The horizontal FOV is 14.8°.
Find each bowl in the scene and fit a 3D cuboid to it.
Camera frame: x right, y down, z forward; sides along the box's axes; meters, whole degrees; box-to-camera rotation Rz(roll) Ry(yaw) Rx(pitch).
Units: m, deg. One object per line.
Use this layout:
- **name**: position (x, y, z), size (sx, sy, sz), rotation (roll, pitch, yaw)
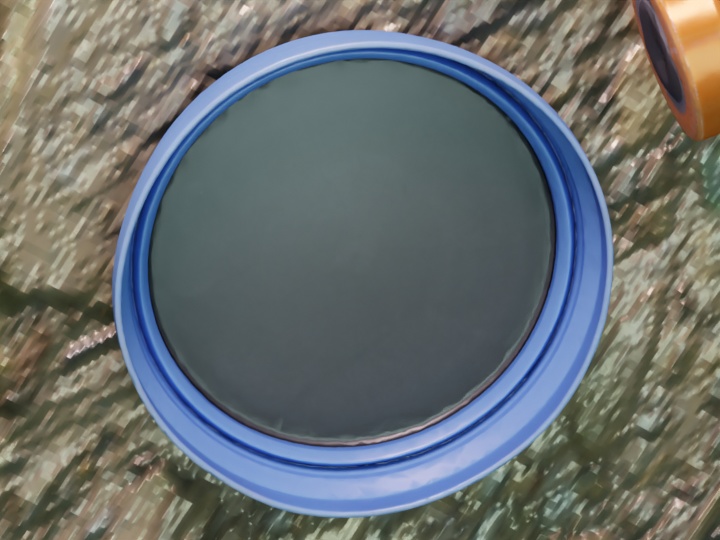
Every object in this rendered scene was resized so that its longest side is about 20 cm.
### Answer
- **bowl**: position (0.000, 0.000, 1.098), size (0.200, 0.039, 0.202), rotation (-4, 112, -9)

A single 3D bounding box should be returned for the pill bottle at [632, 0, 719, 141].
- **pill bottle**: position (0.206, -0.116, 1.056), size (0.199, 0.106, 0.107), rotation (-21, 114, -2)
